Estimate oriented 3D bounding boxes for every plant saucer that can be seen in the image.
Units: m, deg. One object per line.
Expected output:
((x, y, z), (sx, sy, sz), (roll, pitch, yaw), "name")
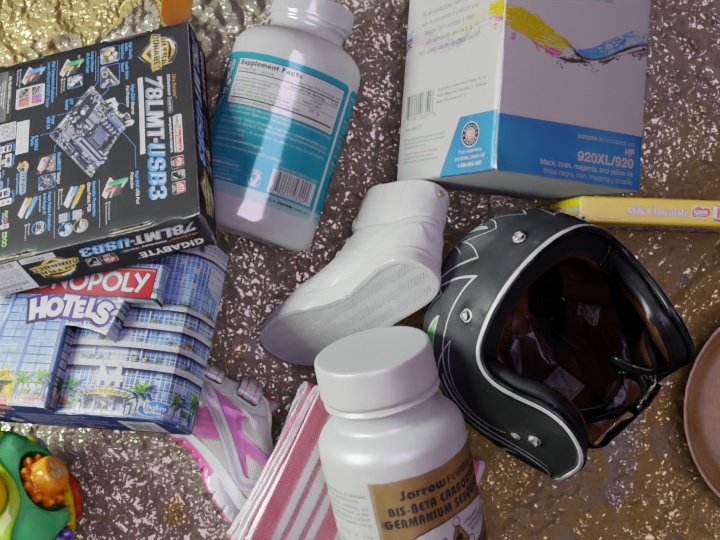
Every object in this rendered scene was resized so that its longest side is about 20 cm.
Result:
((0.376, 0.124, 0.970), (0.199, 0.035, 0.201), (0, 89, -5), "plant saucer")

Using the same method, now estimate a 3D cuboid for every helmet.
((0.143, 0.049, 0.873), (0.200, 0.200, 0.191), (-42, 80, -4), "helmet")

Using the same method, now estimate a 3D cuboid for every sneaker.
((0.000, 0.000, 0.912), (0.074, 0.200, 0.116), (38, 44, -25), "sneaker")
((-0.118, 0.116, 0.916), (0.088, 0.081, 0.200), (-35, 99, -6), "sneaker")

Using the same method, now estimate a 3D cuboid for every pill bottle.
((0.029, 0.151, 0.840), (0.114, 0.114, 0.201), (-14, 106, -5), "pill bottle")
((-0.066, -0.124, 0.905), (0.110, 0.111, 0.201), (17, 87, -4), "pill bottle")

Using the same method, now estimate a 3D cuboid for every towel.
((0.003, 0.192, 0.916), (0.200, 0.030, 0.147), (28, 87, -28), "towel")

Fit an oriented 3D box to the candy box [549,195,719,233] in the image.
((0.270, -0.046, 0.933), (0.199, 0.102, 0.027), (2, 88, -4), "candy box")

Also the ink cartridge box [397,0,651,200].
((0.131, -0.166, 0.884), (0.144, 0.147, 0.201), (5, 88, -27), "ink cartridge box")

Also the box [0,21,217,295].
((-0.216, -0.090, 0.862), (0.198, 0.050, 0.201), (-12, 58, 5), "box")

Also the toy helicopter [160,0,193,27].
((-0.165, -0.281, 0.857), (0.079, 0.200, 0.133), (-23, 73, -5), "toy helicopter")

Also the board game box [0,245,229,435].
((-0.213, 0.020, 0.868), (0.199, 0.062, 0.201), (1, 67, 18), "board game box")

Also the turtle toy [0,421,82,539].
((-0.272, 0.213, 0.877), (0.101, 0.146, 0.201), (-10, 102, -27), "turtle toy")
